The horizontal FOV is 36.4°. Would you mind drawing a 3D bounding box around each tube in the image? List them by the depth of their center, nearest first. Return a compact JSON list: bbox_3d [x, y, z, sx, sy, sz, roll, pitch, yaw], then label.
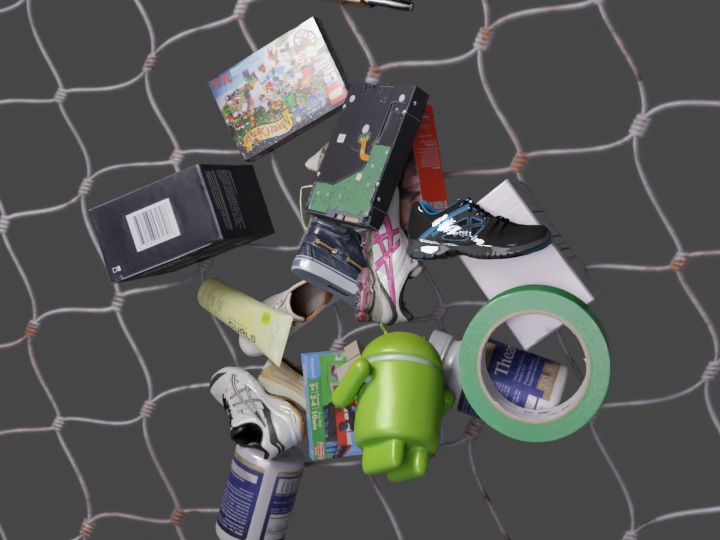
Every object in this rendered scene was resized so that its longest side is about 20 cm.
[{"bbox_3d":[-0.172,0.068,1.652,0.199,0.052,0.059,29,148,41],"label":"tube"}]

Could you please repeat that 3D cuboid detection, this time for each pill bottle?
[{"bbox_3d":[0.184,0.154,1.539,0.197,0.111,0.113,19,99,11],"label":"pill bottle"},{"bbox_3d":[-0.160,0.365,1.679,0.110,0.111,0.203,19,99,17],"label":"pill bottle"}]

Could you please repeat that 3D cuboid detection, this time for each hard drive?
[{"bbox_3d":[0.008,-0.160,1.515,0.139,0.038,0.203,13,80,49],"label":"hard drive"}]

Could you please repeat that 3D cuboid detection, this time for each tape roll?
[{"bbox_3d":[0.229,0.122,1.439,0.197,0.048,0.204,2,99,14],"label":"tape roll"}]

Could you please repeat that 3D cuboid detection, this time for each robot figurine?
[{"bbox_3d":[0.051,0.172,1.449,0.115,0.174,0.203,-26,52,48],"label":"robot figurine"}]

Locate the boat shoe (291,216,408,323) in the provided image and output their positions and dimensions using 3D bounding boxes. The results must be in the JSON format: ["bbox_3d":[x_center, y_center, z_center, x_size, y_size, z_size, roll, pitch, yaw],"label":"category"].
[{"bbox_3d":[0.000,0.000,1.599,0.199,0.071,0.092,29,71,-23],"label":"boat shoe"}]

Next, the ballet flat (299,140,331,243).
[{"bbox_3d":[-0.056,-0.123,1.638,0.074,0.068,0.203,17,102,26],"label":"ballet flat"}]

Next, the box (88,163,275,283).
[{"bbox_3d":[-0.263,-0.073,1.638,0.194,0.200,0.119,-19,88,18],"label":"box"}]

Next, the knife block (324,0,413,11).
[{"bbox_3d":[-0.015,-0.413,1.602,0.199,0.064,0.177,-34,82,18],"label":"knife block"}]

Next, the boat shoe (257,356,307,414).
[{"bbox_3d":[-0.064,0.181,1.660,0.198,0.072,0.077,22,89,16],"label":"boat shoe"}]

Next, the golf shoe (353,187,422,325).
[{"bbox_3d":[0.043,-0.025,1.535,0.091,0.073,0.203,6,89,-2],"label":"golf shoe"}]

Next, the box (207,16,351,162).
[{"bbox_3d":[-0.119,-0.272,1.661,0.198,0.038,0.138,-28,85,19],"label":"box"}]

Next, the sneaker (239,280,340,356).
[{"bbox_3d":[-0.118,0.065,1.660,0.199,0.085,0.073,-38,83,19],"label":"sneaker"}]

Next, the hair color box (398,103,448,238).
[{"bbox_3d":[0.061,-0.128,1.577,0.110,0.063,0.203,-9,92,43],"label":"hair color box"}]

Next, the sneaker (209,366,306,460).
[{"bbox_3d":[-0.175,0.213,1.645,0.199,0.087,0.076,24,138,39],"label":"sneaker"}]

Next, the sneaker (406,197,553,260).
[{"bbox_3d":[0.153,-0.056,1.438,0.197,0.073,0.083,0,92,19],"label":"sneaker"}]

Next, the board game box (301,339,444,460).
[{"bbox_3d":[0.018,0.187,1.598,0.197,0.037,0.154,-6,92,-13],"label":"board game box"}]

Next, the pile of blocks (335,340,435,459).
[{"bbox_3d":[0.027,0.196,1.556,0.062,0.082,0.202,-31,91,21],"label":"pile of blocks"}]

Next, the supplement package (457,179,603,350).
[{"bbox_3d":[0.226,-0.010,1.517,0.121,0.120,0.201,-37,81,16],"label":"supplement package"}]
